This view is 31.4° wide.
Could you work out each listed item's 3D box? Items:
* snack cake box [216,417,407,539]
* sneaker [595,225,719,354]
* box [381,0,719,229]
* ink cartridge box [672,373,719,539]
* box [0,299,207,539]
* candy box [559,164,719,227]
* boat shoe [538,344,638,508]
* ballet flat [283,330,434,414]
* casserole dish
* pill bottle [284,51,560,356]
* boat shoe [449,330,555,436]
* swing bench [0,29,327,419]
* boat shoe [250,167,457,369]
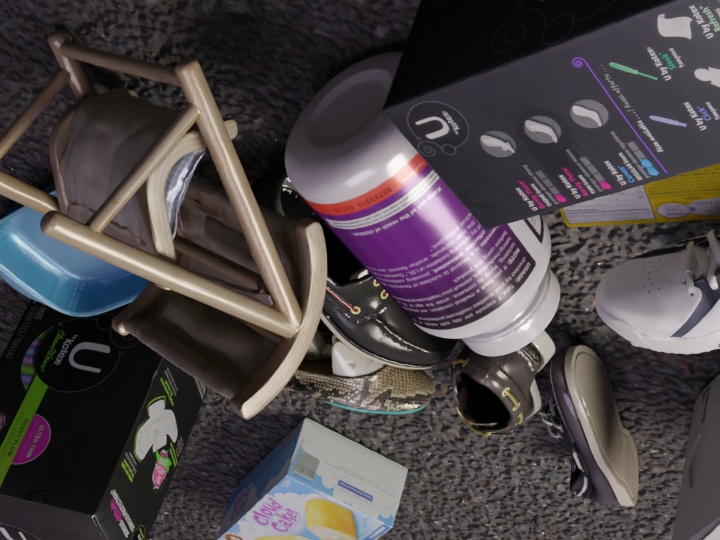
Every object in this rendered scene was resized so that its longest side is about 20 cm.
[{"bbox_3d":[-0.051,0.230,1.249,0.114,0.068,0.200,27,144,-11],"label":"snack cake box"},{"bbox_3d":[0.223,-0.020,0.740,0.197,0.080,0.130,-2,143,27],"label":"sneaker"},{"bbox_3d":[0.127,-0.118,0.661,0.199,0.123,0.106,-16,132,39],"label":"box"},{"bbox_3d":[0.337,0.165,0.912,0.198,0.147,0.084,20,145,-1],"label":"ink cartridge box"},{"bbox_3d":[-0.240,0.139,1.106,0.147,0.201,0.125,9,143,14],"label":"box"},{"bbox_3d":[0.205,-0.070,0.769,0.198,0.027,0.103,-2,140,27],"label":"candy box"},{"bbox_3d":[0.171,0.128,1.008,0.062,0.073,0.201,-4,143,24],"label":"boat shoe"},{"bbox_3d":[-0.038,0.068,1.042,0.198,0.068,0.076,8,127,20],"label":"ballet flat"},{"bbox_3d":[-0.219,-0.024,1.021,0.199,0.039,0.121,-19,130,42],"label":"casserole dish"},{"bbox_3d":[0.048,-0.035,0.817,0.112,0.113,0.200,-12,133,36],"label":"pill bottle"},{"bbox_3d":[0.096,0.087,0.960,0.072,0.061,0.202,37,163,16],"label":"boat shoe"},{"bbox_3d":[-0.134,-0.034,0.832,0.198,0.130,0.200,23,159,51],"label":"swing bench"},{"bbox_3d":[-0.001,0.002,0.921,0.201,0.074,0.063,41,148,-20],"label":"boat shoe"}]
